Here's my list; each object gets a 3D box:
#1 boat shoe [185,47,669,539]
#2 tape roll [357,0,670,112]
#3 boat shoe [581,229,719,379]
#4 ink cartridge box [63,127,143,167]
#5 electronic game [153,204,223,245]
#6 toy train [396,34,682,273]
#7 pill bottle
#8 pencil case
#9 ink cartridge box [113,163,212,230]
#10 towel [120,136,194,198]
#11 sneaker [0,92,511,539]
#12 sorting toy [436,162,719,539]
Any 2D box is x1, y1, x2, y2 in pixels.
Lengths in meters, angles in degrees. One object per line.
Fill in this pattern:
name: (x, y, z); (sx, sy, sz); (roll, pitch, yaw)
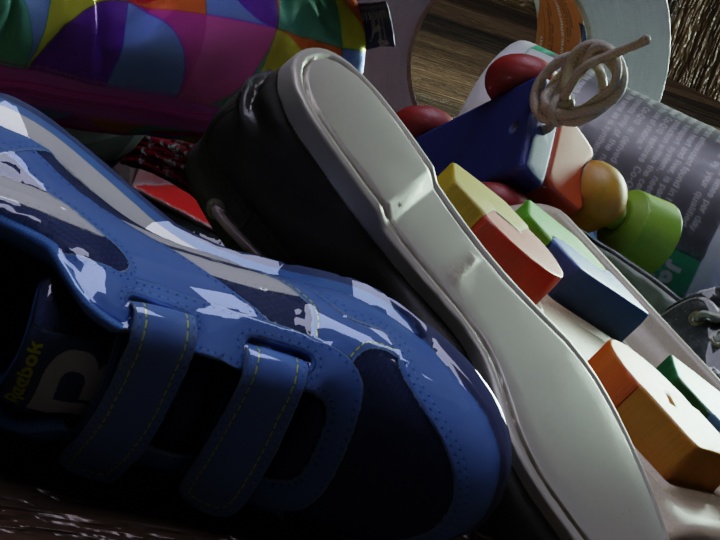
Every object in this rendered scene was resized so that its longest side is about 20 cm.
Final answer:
boat shoe: (0.021, 0.028, 0.734); (0.200, 0.057, 0.067); (56, 31, 3)
tape roll: (0.061, -0.119, 1.314); (0.200, 0.200, 0.066); (17, 11, -27)
boat shoe: (0.130, 0.038, 0.994); (0.072, 0.071, 0.200); (11, 15, -48)
ink cartridge box: (-0.184, -0.108, 0.899); (0.200, 0.047, 0.160); (50, 28, 10)
electronic game: (-0.045, 0.015, 0.826); (0.200, 0.042, 0.200); (25, 3, -1)
toy train: (0.098, -0.036, 1.091); (0.116, 0.085, 0.200); (30, -32, -27)
pill bottle: (0.141, -0.025, 1.226); (0.200, 0.113, 0.113); (26, 11, 12)
pencil case: (-0.082, -0.086, 0.868); (0.200, 0.088, 0.088); (9, 16, -46)
ink cartridge box: (-0.064, -0.056, 1.169); (0.176, 0.045, 0.200); (24, 10, 17)
towel: (0.000, 0.000, 0.963); (0.145, 0.022, 0.200); (30, -1, -35)
sneaker: (-0.055, 0.027, 0.676); (0.200, 0.074, 0.082); (26, 24, 1)
sorting toy: (0.080, 0.025, 0.861); (0.185, 0.036, 0.200); (49, 17, 23)
